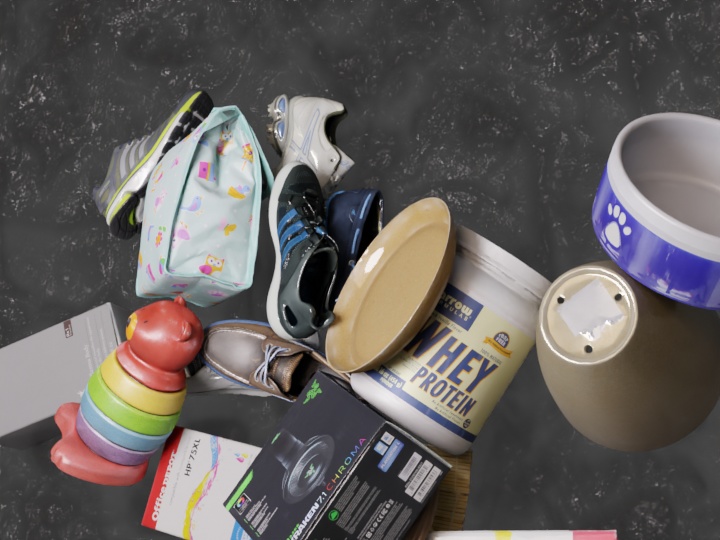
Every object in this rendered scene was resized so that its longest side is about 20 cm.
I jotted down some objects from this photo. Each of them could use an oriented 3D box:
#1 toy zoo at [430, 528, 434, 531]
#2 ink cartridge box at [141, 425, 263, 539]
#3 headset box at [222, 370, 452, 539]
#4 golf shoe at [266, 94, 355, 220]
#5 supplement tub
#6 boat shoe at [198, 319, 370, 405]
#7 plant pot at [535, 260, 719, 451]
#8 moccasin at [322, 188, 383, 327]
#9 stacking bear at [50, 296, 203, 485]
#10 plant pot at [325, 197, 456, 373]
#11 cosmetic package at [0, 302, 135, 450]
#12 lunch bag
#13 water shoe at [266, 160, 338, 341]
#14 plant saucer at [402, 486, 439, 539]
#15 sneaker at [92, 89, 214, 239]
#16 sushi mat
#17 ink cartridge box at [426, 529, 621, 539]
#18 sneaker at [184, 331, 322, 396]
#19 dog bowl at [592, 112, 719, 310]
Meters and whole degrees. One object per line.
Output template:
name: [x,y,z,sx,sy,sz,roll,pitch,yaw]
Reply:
toy zoo: [0.026,0.341,1.551,0.199,0.020,0.132,-24,73,16]
ink cartridge box: [-0.161,0.241,1.638,0.199,0.067,0.117,10,79,30]
headset box: [-0.029,0.211,1.480,0.175,0.093,0.200,-54,24,-3]
golf shoe: [-0.055,-0.103,1.694,0.096,0.078,0.202,-3,79,9]
supplement tub: [0.097,0.070,1.535,0.145,0.145,0.201,32,90,28]
boat shoe: [-0.079,0.101,1.600,0.198,0.072,0.073,16,89,0]
plant pot: [0.242,0.064,1.442,0.186,0.200,0.189,-7,72,22]
moccasin: [0.000,0.000,1.632,0.068,0.080,0.202,-16,70,27]
stacking bear: [-0.237,0.120,1.608,0.201,0.113,0.122,-59,20,20]
plant pot: [0.035,0.020,1.502,0.200,0.027,0.201,-46,23,26]
cosmetic package: [-0.345,0.125,1.748,0.199,0.090,0.108,-23,70,13]
lunch bag: [-0.174,-0.071,1.672,0.121,0.170,0.202,11,76,-19]
water shoe: [-0.050,-0.025,1.599,0.079,0.071,0.202,-16,66,44]
plant saucer: [0.001,0.257,1.512,0.200,0.029,0.201,-41,27,27]
sneaker: [-0.252,-0.139,1.792,0.081,0.074,0.200,39,91,31]
sushi mat: [0.024,0.226,1.596,0.199,0.012,0.096,5,78,25]
ink cartridge box: [0.153,0.327,1.455,0.198,0.083,0.146,-2,76,13]
sneaker: [-0.139,0.099,1.668,0.199,0.080,0.077,-14,69,18]
dog bowl: [0.319,-0.057,1.395,0.200,0.199,0.079,40,135,27]
